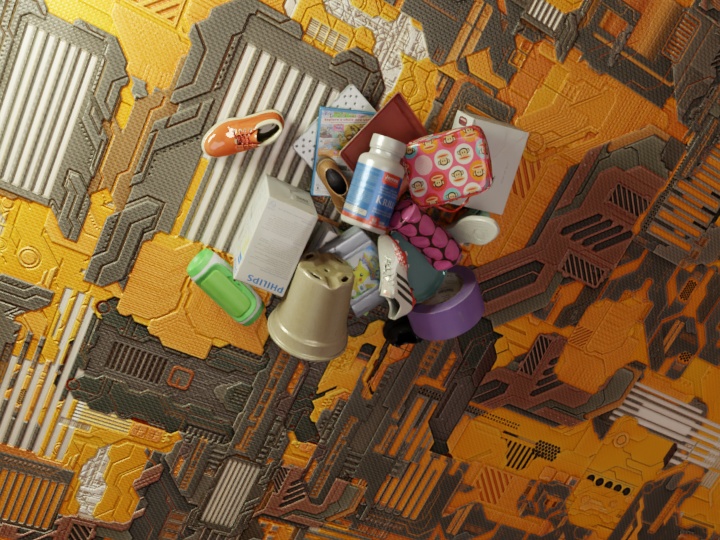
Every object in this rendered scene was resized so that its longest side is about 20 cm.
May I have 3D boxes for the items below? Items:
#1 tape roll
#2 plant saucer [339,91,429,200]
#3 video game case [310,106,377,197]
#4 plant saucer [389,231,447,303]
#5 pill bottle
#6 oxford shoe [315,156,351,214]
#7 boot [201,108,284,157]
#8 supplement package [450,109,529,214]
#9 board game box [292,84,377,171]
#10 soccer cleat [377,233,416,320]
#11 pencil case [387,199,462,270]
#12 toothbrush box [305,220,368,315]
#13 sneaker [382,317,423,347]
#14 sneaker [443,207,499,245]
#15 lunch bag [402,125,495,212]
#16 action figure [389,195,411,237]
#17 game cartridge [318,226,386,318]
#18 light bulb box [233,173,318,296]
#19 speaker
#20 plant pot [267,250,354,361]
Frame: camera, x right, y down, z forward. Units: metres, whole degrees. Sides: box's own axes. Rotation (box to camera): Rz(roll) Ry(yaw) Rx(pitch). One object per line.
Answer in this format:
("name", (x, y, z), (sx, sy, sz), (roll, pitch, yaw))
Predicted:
("tape roll", (0.207, 0.078, 1.736), (0.196, 0.201, 0.086), (-25, 117, -2))
("plant saucer", (0.065, -0.275, 1.611), (0.200, 0.037, 0.200), (-46, 124, -4))
("video game case", (-0.037, -0.270, 1.610), (0.139, 0.018, 0.205), (3, 111, -14))
("plant saucer", (0.127, -0.023, 1.668), (0.195, 0.027, 0.206), (-6, 101, -29))
("pill bottle", (0.035, -0.193, 1.537), (0.110, 0.112, 0.205), (15, 97, -18))
("oxford shoe", (-0.033, -0.168, 1.605), (0.071, 0.071, 0.201), (-40, 117, 4))
("boot", (-0.260, -0.297, 1.528), (0.195, 0.108, 0.076), (-22, 117, -2))
("supplement package", (0.287, -0.260, 1.667), (0.152, 0.111, 0.205), (10, 109, -17))
("board game box", (-0.029, -0.294, 1.626), (0.200, 0.026, 0.200), (-43, 114, 6))
("soccer cleat", (0.072, 0.017, 1.588), (0.085, 0.068, 0.204), (-35, 120, -35))
("pencil case", (0.147, -0.077, 1.605), (0.093, 0.092, 0.199), (-39, 122, 19))
("toothbrush box", (-0.038, -0.005, 1.709), (0.197, 0.086, 0.148), (26, 103, -22))
("sneaker", (0.159, 0.150, 1.816), (0.196, 0.091, 0.077), (-27, 115, -3))
("sneaker", (0.282, -0.118, 1.649), (0.118, 0.199, 0.075), (-39, 105, -24))
("lunch bag", (0.201, -0.223, 1.569), (0.195, 0.082, 0.181), (-11, 102, 17))
("action figure", (0.136, -0.098, 1.712), (0.199, 0.069, 0.132), (37, 85, -32))
("game cartridge", (0.000, 0.000, 1.655), (0.132, 0.040, 0.203), (-33, 113, -5))
("light bulb box", (-0.198, -0.084, 1.577), (0.122, 0.199, 0.204), (21, 107, -17))
("speaker", (-0.322, 0.042, 1.662), (0.088, 0.089, 0.200), (-40, 115, 6))
("plant pot", (-0.097, 0.068, 1.573), (0.195, 0.202, 0.187), (10, 122, -17))
